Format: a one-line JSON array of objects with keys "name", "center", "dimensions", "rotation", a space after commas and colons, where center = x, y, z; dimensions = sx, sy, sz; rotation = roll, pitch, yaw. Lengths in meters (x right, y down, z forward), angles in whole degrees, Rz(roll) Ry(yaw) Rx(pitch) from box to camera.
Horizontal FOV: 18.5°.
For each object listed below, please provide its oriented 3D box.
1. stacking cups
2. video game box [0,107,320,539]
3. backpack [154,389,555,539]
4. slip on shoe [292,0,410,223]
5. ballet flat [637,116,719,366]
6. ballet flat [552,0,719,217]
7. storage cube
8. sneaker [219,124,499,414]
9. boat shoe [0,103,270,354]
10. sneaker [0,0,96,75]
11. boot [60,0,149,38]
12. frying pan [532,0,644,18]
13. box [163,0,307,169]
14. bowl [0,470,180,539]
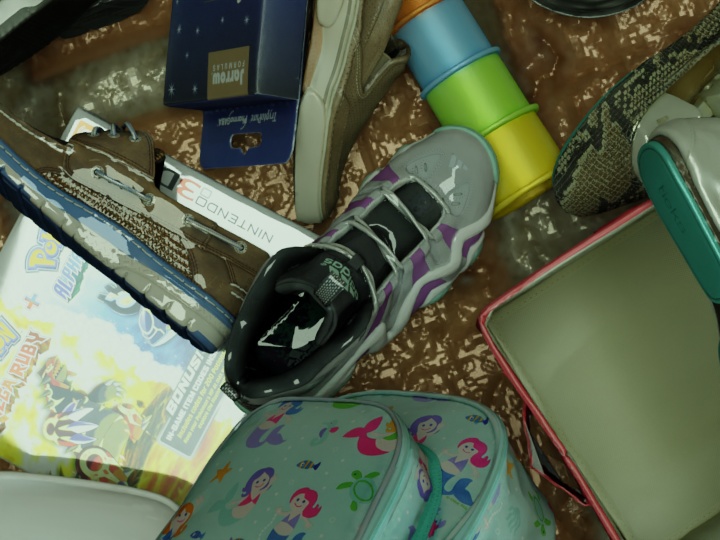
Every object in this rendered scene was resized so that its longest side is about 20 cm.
[{"name": "stacking cups", "center": [0.043, -0.125, 1.259], "dimensions": [0.060, 0.061, 0.200], "rotation": [-34, 84, 1]}, {"name": "video game box", "center": [-0.126, 0.036, 1.263], "dimensions": [0.182, 0.047, 0.200], "rotation": [27, 89, 5]}, {"name": "backpack", "center": [-0.004, 0.147, 1.128], "dimensions": [0.200, 0.177, 0.151], "rotation": [-50, 125, -33]}, {"name": "slip on shoe", "center": [-0.002, -0.117, 1.225], "dimensions": [0.060, 0.076, 0.201], "rotation": [6, 112, -5]}, {"name": "ballet flat", "center": [0.199, 0.016, 1.067], "dimensions": [0.069, 0.069, 0.201], "rotation": [-21, 86, 1]}, {"name": "ballet flat", "center": [0.192, -0.098, 1.217], "dimensions": [0.200, 0.075, 0.068], "rotation": [-42, 126, -15]}, {"name": "storage cube", "center": [0.174, 0.050, 1.183], "dimensions": [0.200, 0.180, 0.171], "rotation": [-33, 87, 2]}, {"name": "sneaker", "center": [0.000, 0.000, 1.166], "dimensions": [0.078, 0.140, 0.200], "rotation": [38, 89, 8]}, {"name": "boat shoe", "center": [-0.137, -0.041, 1.216], "dimensions": [0.200, 0.072, 0.072], "rotation": [39, 79, 1]}, {"name": "sneaker", "center": [-0.182, -0.204, 1.204], "dimensions": [0.121, 0.084, 0.200], "rotation": [44, 80, 5]}, {"name": "boot", "center": [-0.228, -0.185, 1.272], "dimensions": [0.199, 0.070, 0.132], "rotation": [-19, 84, -9]}, {"name": "frying pan", "center": [0.093, -0.197, 1.267], "dimensions": [0.189, 0.031, 0.115], "rotation": [-6, 88, 0]}, {"name": "box", "center": [-0.067, -0.159, 1.233], "dimensions": [0.032, 0.121, 0.201], "rotation": [5, 88, -29]}, {"name": "bowl", "center": [-0.181, 0.212, 1.212], "dimensions": [0.199, 0.075, 0.200], "rotation": [3, 84, 10]}]
